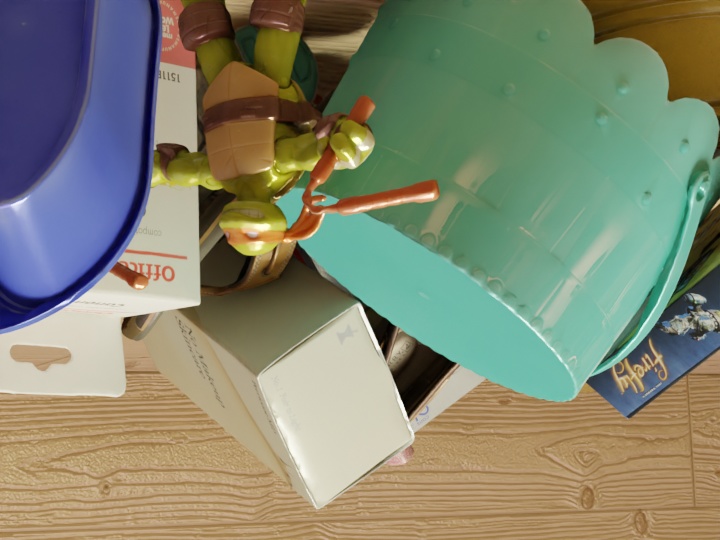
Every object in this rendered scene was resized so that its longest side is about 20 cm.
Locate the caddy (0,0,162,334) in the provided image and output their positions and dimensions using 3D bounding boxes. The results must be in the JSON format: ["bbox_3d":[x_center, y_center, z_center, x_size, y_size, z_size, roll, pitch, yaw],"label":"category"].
[{"bbox_3d":[-0.154,-0.074,0.781,0.140,0.202,0.105,-1,156,6],"label":"caddy"}]

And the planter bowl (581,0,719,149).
[{"bbox_3d":[0.177,-0.109,0.994,0.198,0.084,0.200,-3,173,0],"label":"planter bowl"}]

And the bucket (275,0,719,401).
[{"bbox_3d":[0.066,-0.039,0.950,0.206,0.135,0.207,33,168,8],"label":"bucket"}]

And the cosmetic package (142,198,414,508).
[{"bbox_3d":[-0.062,0.039,1.109,0.073,0.104,0.200,-33,-146,-17],"label":"cosmetic package"}]

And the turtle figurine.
[{"bbox_3d":[-0.042,-0.076,0.877,0.199,0.163,0.064,-9,170,38],"label":"turtle figurine"}]

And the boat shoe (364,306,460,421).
[{"bbox_3d":[0.055,0.017,1.099,0.072,0.072,0.200,28,117,-27],"label":"boat shoe"}]

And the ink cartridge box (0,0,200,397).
[{"bbox_3d":[-0.141,-0.041,0.959,0.067,0.202,0.116,-9,170,43],"label":"ink cartridge box"}]

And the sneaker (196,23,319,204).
[{"bbox_3d":[-0.100,-0.063,1.106,0.199,0.078,0.091,-32,178,11],"label":"sneaker"}]

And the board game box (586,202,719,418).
[{"bbox_3d":[0.200,-0.016,0.972,0.136,0.035,0.200,-49,179,-32],"label":"board game box"}]

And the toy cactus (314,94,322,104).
[{"bbox_3d":[-0.044,-0.024,1.259,0.101,0.166,0.200,-19,168,-12],"label":"toy cactus"}]

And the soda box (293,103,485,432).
[{"bbox_3d":[0.000,0.000,1.179,0.063,0.201,0.068,-35,-150,-12],"label":"soda box"}]

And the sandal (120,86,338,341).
[{"bbox_3d":[-0.048,-0.029,1.047,0.200,0.055,0.082,-43,-178,-13],"label":"sandal"}]

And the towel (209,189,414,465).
[{"bbox_3d":[-0.049,0.030,1.225,0.023,0.201,0.144,-38,-160,-14],"label":"towel"}]

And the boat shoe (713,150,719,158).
[{"bbox_3d":[0.199,-0.089,1.138,0.199,0.073,0.065,-28,169,-36],"label":"boat shoe"}]

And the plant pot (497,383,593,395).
[{"bbox_3d":[0.095,-0.043,1.206,0.185,0.188,0.200,-6,155,26],"label":"plant pot"}]
